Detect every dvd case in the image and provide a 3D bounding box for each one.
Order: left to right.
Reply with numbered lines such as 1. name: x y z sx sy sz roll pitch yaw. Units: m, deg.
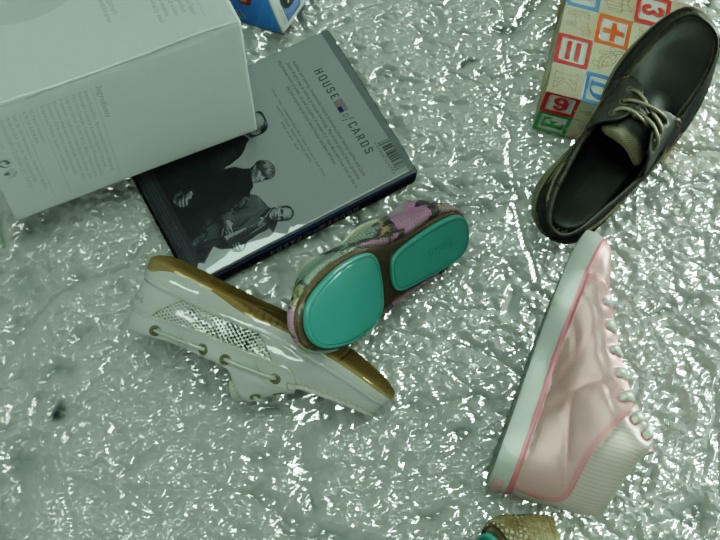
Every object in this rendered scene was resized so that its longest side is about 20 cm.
1. dvd case: -0.076 -0.090 0.868 0.198 0.025 0.151 -27 72 -14

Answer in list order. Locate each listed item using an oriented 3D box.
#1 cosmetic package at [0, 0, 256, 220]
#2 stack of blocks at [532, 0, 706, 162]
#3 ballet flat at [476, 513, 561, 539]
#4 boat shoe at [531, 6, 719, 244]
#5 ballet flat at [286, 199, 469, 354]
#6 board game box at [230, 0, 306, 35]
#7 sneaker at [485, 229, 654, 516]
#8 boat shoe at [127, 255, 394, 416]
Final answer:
1. cosmetic package: -0.206 -0.178 0.828 0.198 0.124 0.201 -22 59 -10
2. stack of blocks: 0.220 -0.202 0.913 0.114 0.059 0.202 14 68 2
3. ballet flat: 0.145 0.250 0.723 0.065 0.071 0.202 -16 73 -25
4. boat shoe: 0.201 -0.099 0.814 0.074 0.073 0.201 31 105 -2
5. ballet flat: 0.000 0.000 0.795 0.071 0.070 0.199 14 33 37
6. board game box: -0.062 -0.332 0.872 0.055 0.201 0.197 20 66 26
7. sneaker: 0.168 0.078 0.786 0.103 0.075 0.202 19 75 9
8. boat shoe: -0.073 0.062 0.790 0.198 0.071 0.070 27 95 0
